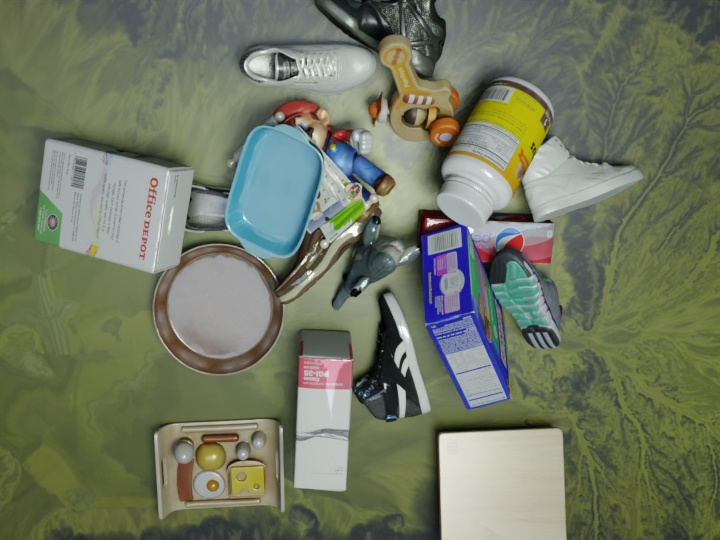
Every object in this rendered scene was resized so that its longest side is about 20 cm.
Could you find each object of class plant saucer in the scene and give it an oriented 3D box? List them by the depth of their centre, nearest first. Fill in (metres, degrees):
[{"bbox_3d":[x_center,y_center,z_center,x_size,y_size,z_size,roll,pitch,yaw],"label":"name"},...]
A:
[{"bbox_3d":[-0.213,0.057,1.397,0.196,0.035,0.204,-1,102,-5],"label":"plant saucer"}]

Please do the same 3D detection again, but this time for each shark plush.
[{"bbox_3d":[0.000,0.000,1.340,0.091,0.084,0.199,40,139,-21],"label":"shark plush"}]

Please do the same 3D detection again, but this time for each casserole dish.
[{"bbox_3d":[-0.114,-0.111,1.276,0.120,0.039,0.202,25,118,6],"label":"casserole dish"}]

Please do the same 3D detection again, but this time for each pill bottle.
[{"bbox_3d":[0.184,-0.163,1.291,0.108,0.109,0.202,34,72,-10],"label":"pill bottle"}]

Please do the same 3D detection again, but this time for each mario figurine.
[{"bbox_3d":[-0.051,-0.157,1.306,0.199,0.106,0.124,41,79,4],"label":"mario figurine"}]

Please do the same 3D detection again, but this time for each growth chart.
[{"bbox_3d":[-0.086,-0.123,1.299,0.200,0.018,0.145,42,124,-3],"label":"growth chart"}]

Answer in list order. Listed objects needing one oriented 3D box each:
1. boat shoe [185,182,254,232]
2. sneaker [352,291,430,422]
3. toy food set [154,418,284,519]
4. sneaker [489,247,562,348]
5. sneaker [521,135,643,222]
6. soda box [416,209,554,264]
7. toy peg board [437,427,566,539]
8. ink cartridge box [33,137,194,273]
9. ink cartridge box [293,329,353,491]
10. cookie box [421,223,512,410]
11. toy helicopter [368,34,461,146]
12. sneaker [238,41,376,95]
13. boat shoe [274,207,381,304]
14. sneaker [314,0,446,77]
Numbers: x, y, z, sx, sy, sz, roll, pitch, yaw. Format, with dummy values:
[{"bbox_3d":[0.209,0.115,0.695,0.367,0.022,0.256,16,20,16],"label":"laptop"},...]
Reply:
[{"bbox_3d":[-0.247,-0.090,1.350,0.196,0.060,0.075,7,103,-5],"label":"boat shoe"},{"bbox_3d":[0.032,0.142,1.412,0.110,0.073,0.203,-18,104,-2],"label":"sneaker"},{"bbox_3d":[-0.217,0.312,1.437,0.196,0.060,0.146,-2,102,-3],"label":"toy food set"},{"bbox_3d":[0.250,0.024,1.378,0.073,0.088,0.201,-3,134,32],"label":"sneaker"},{"bbox_3d":[0.321,-0.154,1.370,0.197,0.074,0.117,-17,77,-23],"label":"sneaker"},{"bbox_3d":[0.185,-0.050,1.385,0.196,0.070,0.065,2,105,-5],"label":"soda box"},{"bbox_3d":[0.216,0.352,1.474,0.196,0.098,0.203,-1,87,-4],"label":"toy peg board"},{"bbox_3d":[-0.345,-0.094,1.300,0.197,0.084,0.147,14,101,14],"label":"ink cartridge box"},{"bbox_3d":[-0.056,0.206,1.382,0.081,0.147,0.204,3,102,-4],"label":"ink cartridge box"},{"bbox_3d":[0.152,0.067,1.317,0.074,0.173,0.201,-14,134,16],"label":"cookie box"},{"bbox_3d":[0.060,-0.250,1.294,0.130,0.080,0.201,-9,146,16],"label":"toy helicopter"},{"bbox_3d":[-0.073,-0.286,1.312,0.196,0.081,0.078,-3,101,-5],"label":"sneaker"},{"bbox_3d":[-0.063,-0.042,1.371,0.202,0.075,0.075,-45,99,-7],"label":"boat shoe"},{"bbox_3d":[0.037,-0.366,1.307,0.197,0.076,0.116,25,97,-12],"label":"sneaker"}]
